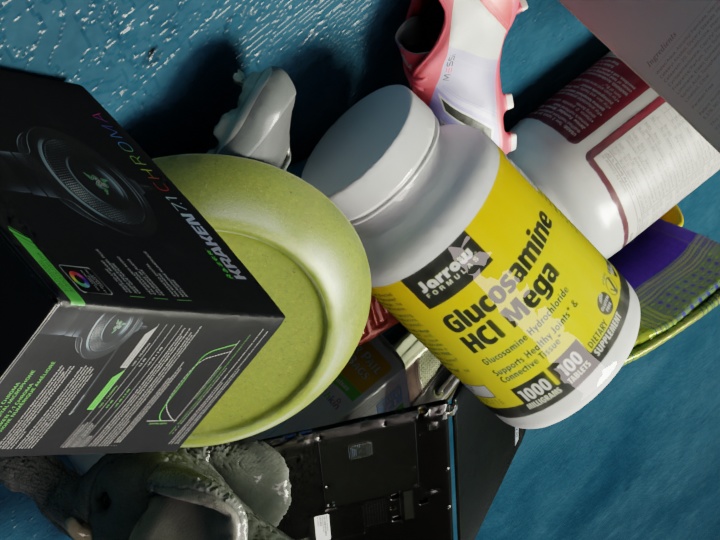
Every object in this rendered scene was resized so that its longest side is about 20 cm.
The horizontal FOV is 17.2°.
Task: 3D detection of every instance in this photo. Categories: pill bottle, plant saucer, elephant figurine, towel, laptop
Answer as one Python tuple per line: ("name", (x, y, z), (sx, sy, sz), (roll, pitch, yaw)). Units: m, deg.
("pill bottle", (0.061, -0.010, 1.373), (0.112, 0.112, 0.200), (-45, 115, 3))
("plant saucer", (-0.090, 0.027, 1.291), (0.198, 0.031, 0.201), (-5, 128, -6))
("elephant figurine", (-0.098, 0.153, 1.366), (0.154, 0.201, 0.141), (-27, -172, -22))
("pill bottle", (0.163, -0.075, 1.594), (0.199, 0.110, 0.110), (-38, 157, -15))
("towel", (0.152, -0.001, 1.620), (0.143, 0.200, 0.023), (-32, 125, -21))
("laptop", (0.022, 0.108, 1.514), (0.198, 0.104, 0.178), (-12, 138, -6))

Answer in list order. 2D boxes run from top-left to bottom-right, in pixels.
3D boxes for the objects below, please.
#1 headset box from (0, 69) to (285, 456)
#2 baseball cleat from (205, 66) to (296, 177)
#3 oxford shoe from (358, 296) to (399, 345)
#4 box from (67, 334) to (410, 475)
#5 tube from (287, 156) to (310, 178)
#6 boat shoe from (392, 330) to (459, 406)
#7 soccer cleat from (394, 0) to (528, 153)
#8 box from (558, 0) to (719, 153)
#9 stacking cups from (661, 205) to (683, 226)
("headset box", (-0.161, -0.008, 1.075), (0.093, 0.174, 0.200), (-50, 156, 17))
("baseball cleat", (-0.050, -0.027, 1.318), (0.070, 0.106, 0.201), (-59, 178, -41))
("oxford shoe", (0.000, 0.000, 1.477), (0.198, 0.073, 0.072), (-11, 111, -11))
("box", (-0.072, 0.109, 1.523), (0.200, 0.101, 0.113), (-39, 156, -13))
("tube", (0.005, -0.058, 1.444), (0.199, 0.050, 0.078), (-28, 154, -47))
("boat shoe", (0.103, 0.032, 1.720), (0.200, 0.066, 0.072), (-38, 174, -6))
("soccer cleat", (0.051, -0.115, 1.389), (0.076, 0.067, 0.201), (-13, 140, -18))
("box", (0.214, -0.146, 1.437), (0.098, 0.200, 0.124), (-49, 158, 13))
("stacking cups", (0.170, 0.021, 1.839), (0.060, 0.061, 0.201), (-10, 140, -54))
